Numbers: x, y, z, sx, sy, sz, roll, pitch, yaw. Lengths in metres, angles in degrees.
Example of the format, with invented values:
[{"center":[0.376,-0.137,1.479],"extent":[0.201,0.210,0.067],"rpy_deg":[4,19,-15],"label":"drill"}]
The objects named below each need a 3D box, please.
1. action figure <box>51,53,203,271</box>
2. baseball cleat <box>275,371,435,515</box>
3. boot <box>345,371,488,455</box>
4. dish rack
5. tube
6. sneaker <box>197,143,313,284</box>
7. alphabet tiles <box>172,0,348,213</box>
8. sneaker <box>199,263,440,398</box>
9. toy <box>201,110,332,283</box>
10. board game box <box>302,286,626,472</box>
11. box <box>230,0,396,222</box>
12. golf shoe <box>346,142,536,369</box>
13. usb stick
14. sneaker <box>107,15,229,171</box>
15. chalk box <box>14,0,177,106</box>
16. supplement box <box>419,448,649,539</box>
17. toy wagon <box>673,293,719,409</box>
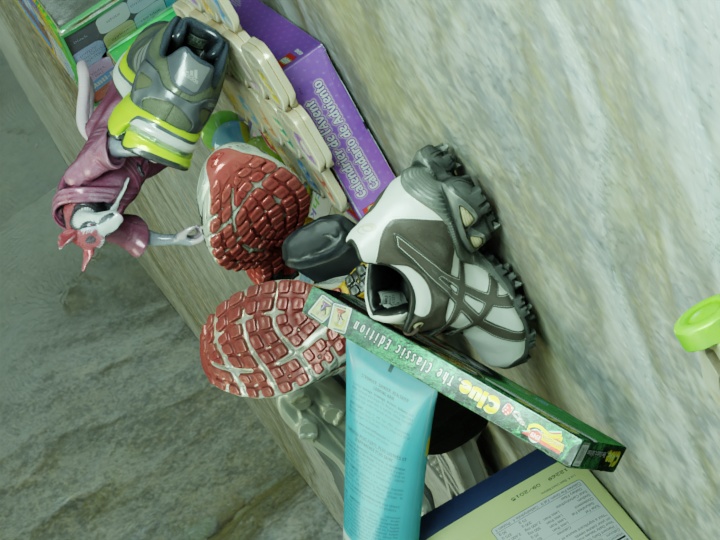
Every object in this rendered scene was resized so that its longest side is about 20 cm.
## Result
[{"center":[-0.179,-0.084,1.772],"extent":[0.148,0.200,0.134],"rpy_deg":[14,137,17],"label":"action figure"},{"center":[0.002,0.130,1.926],"extent":[0.200,0.069,0.107],"rpy_deg":[58,-162,-30],"label":"baseball cleat"},{"center":[0.022,0.053,1.929],"extent":[0.200,0.073,0.151],"rpy_deg":[36,-158,-55],"label":"boot"},{"center":[0.053,0.118,2.115],"extent":[0.200,0.043,0.172],"rpy_deg":[51,171,32],"label":"dish rack"},{"center":[0.015,0.138,1.653],"extent":[0.077,0.050,0.201],"rpy_deg":[23,130,26],"label":"tube"},{"center":[-0.083,-0.045,1.707],"extent":[0.082,0.078,0.200],"rpy_deg":[49,174,16],"label":"sneaker"},{"center":[-0.075,-0.129,1.686],"extent":[0.196,0.015,0.200],"rpy_deg":[59,171,-24],"label":"alphabet tiles"},{"center":[-0.014,0.041,1.678],"extent":[0.082,0.199,0.078],"rpy_deg":[30,-133,-72],"label":"sneaker"},{"center":[-0.081,-0.070,1.915],"extent":[0.200,0.047,0.116],"rpy_deg":[-129,48,-56],"label":"toy"},{"center":[0.065,0.068,1.547],"extent":[0.200,0.024,0.105],"rpy_deg":[30,-177,22],"label":"board game box"},{"center":[-0.047,-0.121,1.747],"extent":[0.137,0.039,0.200],"rpy_deg":[59,171,-29],"label":"box"},{"center":[0.045,0.008,1.532],"extent":[0.078,0.094,0.200],"rpy_deg":[47,170,41],"label":"golf shoe"},{"center":[0.000,0.000,1.744],"extent":[0.033,0.055,0.200],"rpy_deg":[69,-167,18],"label":"usb stick"},{"center":[-0.118,-0.133,1.653],"extent":[0.074,0.081,0.200],"rpy_deg":[28,-162,-15],"label":"sneaker"},{"center":[-0.197,-0.223,1.921],"extent":[0.200,0.124,0.124],"rpy_deg":[54,172,21],"label":"chalk box"},{"center":[0.146,0.268,1.737],"extent":[0.200,0.134,0.200],"rpy_deg":[50,161,36],"label":"supplement box"},{"center":[0.210,0.087,1.068],"extent":[0.156,0.039,0.200],"rpy_deg":[57,171,-15],"label":"toy wagon"}]
